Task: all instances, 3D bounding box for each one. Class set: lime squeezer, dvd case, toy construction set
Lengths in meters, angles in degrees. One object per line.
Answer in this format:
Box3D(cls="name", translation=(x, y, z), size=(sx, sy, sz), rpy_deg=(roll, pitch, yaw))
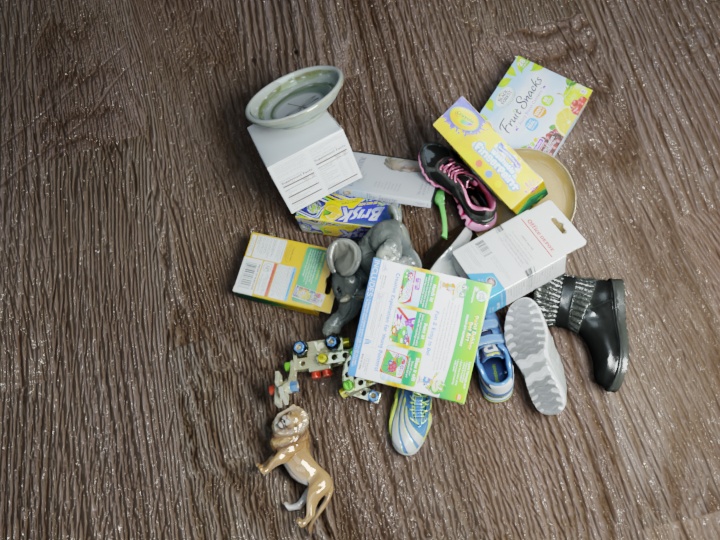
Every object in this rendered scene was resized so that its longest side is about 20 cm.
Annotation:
Box3D(cls="lime squeezer", translation=(0.188, -0.153, 1.213), size=(0.070, 0.038, 0.200), rpy_deg=(23, 63, 32))
Box3D(cls="dvd case", translation=(0.056, -0.183, 1.223), size=(0.199, 0.018, 0.143), rpy_deg=(10, 43, 11))
Box3D(cls="toy construction set", translation=(-0.066, 0.186, 1.121), size=(0.199, 0.092, 0.132), rpy_deg=(-6, 71, -6))

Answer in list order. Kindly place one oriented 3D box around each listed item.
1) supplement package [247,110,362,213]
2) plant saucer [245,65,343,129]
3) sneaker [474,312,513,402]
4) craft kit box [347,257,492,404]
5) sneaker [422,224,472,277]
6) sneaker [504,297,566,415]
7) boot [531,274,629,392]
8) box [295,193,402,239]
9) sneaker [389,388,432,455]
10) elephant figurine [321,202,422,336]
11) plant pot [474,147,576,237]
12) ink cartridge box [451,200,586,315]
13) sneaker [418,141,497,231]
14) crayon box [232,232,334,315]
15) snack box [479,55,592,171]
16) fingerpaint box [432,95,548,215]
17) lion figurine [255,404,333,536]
Box3D(cls="supplement package", translation=(-0.113, -0.232, 1.206), size=(0.155, 0.111, 0.200), rpy_deg=(-28, 39, -2))
Box3D(cls="plant saucer", translation=(-0.120, -0.318, 1.178), size=(0.199, 0.050, 0.201), rpy_deg=(-14, 40, 12))
Box3D(cls="sneaker", translation=(0.225, 0.129, 1.098), size=(0.074, 0.082, 0.201), rpy_deg=(-19, 69, 3))
Box3D(cls="craft kit box", translation=(0.096, 0.095, 1.012), size=(0.197, 0.049, 0.201), rpy_deg=(14, 91, 8))
Box3D(cls="sneaker", translation=(0.161, 0.004, 1.168), size=(0.085, 0.073, 0.200), rpy_deg=(43, 70, -17))
Box3D(cls="sneaker", translation=(0.305, 0.145, 1.074), size=(0.075, 0.082, 0.201), rpy_deg=(-16, 84, 28))
Box3D(cls="boot", translation=(0.377, 0.103, 1.087), size=(0.157, 0.079, 0.212), rpy_deg=(4, 67, 6))
Box3D(cls="box", translation=(-0.021, -0.104, 1.215), size=(0.199, 0.070, 0.065), rpy_deg=(8, 69, 10))
Box3D(cls="sneaker", translation=(0.092, 0.217, 1.074), size=(0.075, 0.105, 0.201), rpy_deg=(9, 73, 10))
Box3D(cls="elephant figurine", translation=(0.000, 0.000, 1.123), size=(0.199, 0.155, 0.142), rpy_deg=(-23, 111, 23))
Box3D(cls="plant pot", translation=(0.301, -0.128, 1.166), size=(0.199, 0.027, 0.201), rpy_deg=(0, 89, 18))
Box3D(cls="ink cartridge box", translation=(0.276, -0.023, 1.081), size=(0.199, 0.067, 0.116), rpy_deg=(-28, 57, -2))
Box3D(cls="sneaker", translation=(0.183, -0.167, 1.136), size=(0.079, 0.095, 0.200), rpy_deg=(-39, 79, -5))
Box3D(cls="crayon box", translation=(-0.132, 0.010, 1.203), size=(0.199, 0.052, 0.126), rpy_deg=(12, 74, 12))
Box3D(cls="snack box", translation=(0.333, -0.302, 1.233), size=(0.168, 0.068, 0.200), rpy_deg=(32, 78, 15))
Box3D(cls="fingerpaint box", translation=(0.232, -0.192, 1.089), size=(0.073, 0.167, 0.200), rpy_deg=(-43, 77, 14))
Box3D(cls="lion figurine", translation=(-0.103, 0.346, 1.086), size=(0.122, 0.072, 0.200), rpy_deg=(-35, 84, -18))
